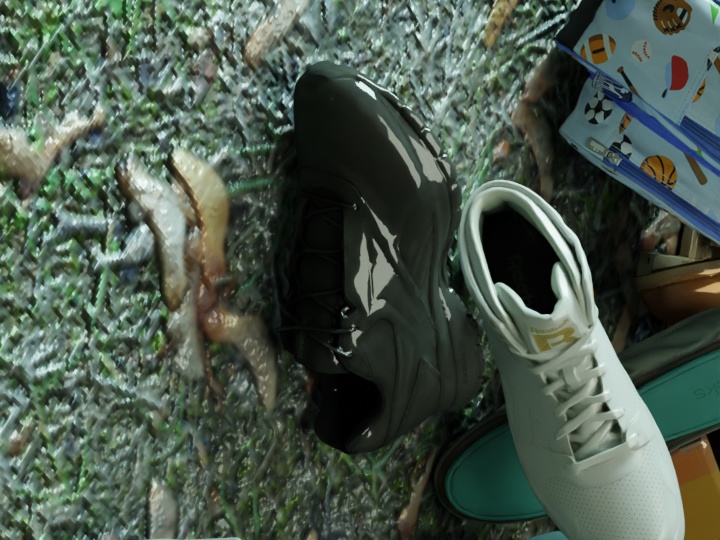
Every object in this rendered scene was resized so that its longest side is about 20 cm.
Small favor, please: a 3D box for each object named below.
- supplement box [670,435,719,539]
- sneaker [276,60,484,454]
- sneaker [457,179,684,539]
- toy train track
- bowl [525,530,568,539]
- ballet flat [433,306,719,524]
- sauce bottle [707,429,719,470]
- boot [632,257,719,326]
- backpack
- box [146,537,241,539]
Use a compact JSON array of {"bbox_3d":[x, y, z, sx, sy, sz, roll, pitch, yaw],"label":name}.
[{"bbox_3d":[0.191,0.168,1.421,0.069,0.066,0.201,-102,170,-63],"label":"supplement box"},{"bbox_3d":[0.000,0.000,1.155,0.091,0.076,0.201,-35,123,-32],"label":"sneaker"},{"bbox_3d":[0.096,0.053,1.207,0.116,0.073,0.201,50,16,-76],"label":"sneaker"},{"bbox_3d":[0.228,0.008,1.490,0.200,0.032,0.115,4,96,-55],"label":"toy train track"},{"bbox_3d":[0.123,0.212,1.298,0.105,0.200,0.202,-72,150,-49],"label":"bowl"},{"bbox_3d":[0.131,0.077,1.316,0.199,0.064,0.068,-22,109,-1],"label":"ballet flat"},{"bbox_3d":[0.218,0.157,1.491,0.066,0.066,0.201,-40,131,-40],"label":"sauce bottle"},{"bbox_3d":[0.222,0.077,1.398,0.200,0.076,0.156,17,71,-53],"label":"boot"},{"bbox_3d":[0.212,-0.087,1.312,0.200,0.190,0.155,1,115,-53],"label":"backpack"},{"bbox_3d":[-0.089,0.213,1.023,0.069,0.082,0.201,65,27,-49],"label":"box"}]
